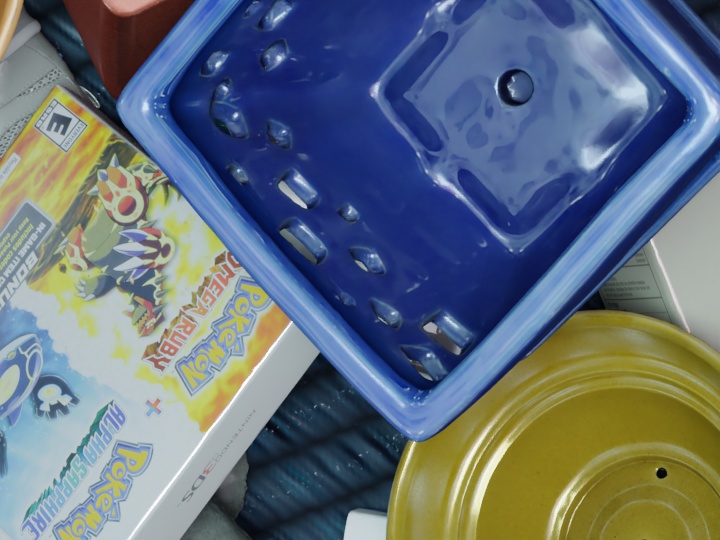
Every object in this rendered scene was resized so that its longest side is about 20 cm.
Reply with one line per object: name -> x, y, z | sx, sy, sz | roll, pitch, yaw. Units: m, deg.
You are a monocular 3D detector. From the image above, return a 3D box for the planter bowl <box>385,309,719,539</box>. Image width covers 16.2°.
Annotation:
planter bowl -> 0.118, 0.125, 1.172 | 0.200, 0.083, 0.201 | -8, 73, 27

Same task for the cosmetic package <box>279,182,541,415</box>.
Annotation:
cosmetic package -> 0.000, 0.000, 1.235 | 0.199, 0.051, 0.083 | 17, 98, 7

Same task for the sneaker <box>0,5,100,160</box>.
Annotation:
sneaker -> -0.211, -0.036, 1.235 | 0.082, 0.075, 0.200 | 42, 96, -7

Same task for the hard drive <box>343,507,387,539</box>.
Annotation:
hard drive -> 0.083, 0.199, 1.249 | 0.199, 0.025, 0.133 | 8, 96, 20

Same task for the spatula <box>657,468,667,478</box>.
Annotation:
spatula -> 0.082, 0.043, 1.269 | 0.200, 0.021, 0.057 | 35, 99, -4

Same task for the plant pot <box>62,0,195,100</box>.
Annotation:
plant pot -> -0.075, -0.204, 1.168 | 0.199, 0.176, 0.200 | -26, 95, 2

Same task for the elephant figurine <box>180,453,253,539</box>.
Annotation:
elephant figurine -> -0.118, 0.110, 1.231 | 0.155, 0.141, 0.201 | -7, 79, -28

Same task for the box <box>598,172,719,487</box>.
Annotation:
box -> 0.183, 0.047, 1.227 | 0.078, 0.095, 0.201 | -23, 96, -15

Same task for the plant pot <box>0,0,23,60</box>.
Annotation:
plant pot -> -0.260, -0.146, 1.160 | 0.199, 0.140, 0.201 | -1, 95, -15

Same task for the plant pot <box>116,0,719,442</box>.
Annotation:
plant pot -> 0.050, -0.072, 1.087 | 0.200, 0.180, 0.200 | 47, 109, 11

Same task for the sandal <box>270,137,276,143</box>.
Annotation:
sandal -> 0.032, -0.076, 1.232 | 0.199, 0.054, 0.081 | 5, 101, -14

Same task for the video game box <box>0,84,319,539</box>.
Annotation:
video game box -> -0.133, 0.044, 1.177 | 0.182, 0.047, 0.200 | 37, 91, 25
